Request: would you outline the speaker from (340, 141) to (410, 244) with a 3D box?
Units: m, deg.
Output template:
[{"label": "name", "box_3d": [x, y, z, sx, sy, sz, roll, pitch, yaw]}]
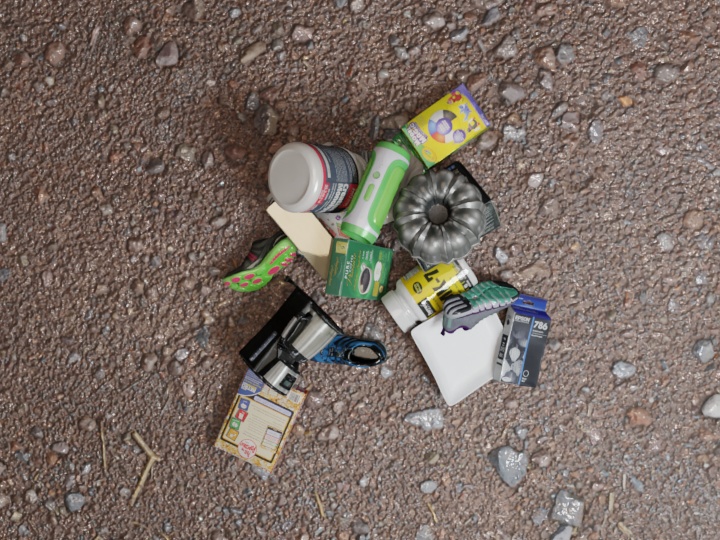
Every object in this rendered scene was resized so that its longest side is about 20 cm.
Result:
[{"label": "speaker", "box_3d": [0.031, -0.159, 1.513, 0.088, 0.088, 0.202, 23, 83, 3]}]

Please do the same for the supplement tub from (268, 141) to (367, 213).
[{"label": "supplement tub", "box_3d": [-0.082, -0.191, 1.538, 0.139, 0.199, 0.142, 3, 95, 37]}]

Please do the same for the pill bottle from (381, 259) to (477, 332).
[{"label": "pill bottle", "box_3d": [0.152, 0.042, 1.640, 0.199, 0.114, 0.115, -37, 88, 3]}]

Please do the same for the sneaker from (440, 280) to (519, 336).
[{"label": "sneaker", "box_3d": [0.256, 0.083, 1.613, 0.198, 0.075, 0.088, -12, 134, -26]}]

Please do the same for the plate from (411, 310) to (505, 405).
[{"label": "plate", "box_3d": [0.231, 0.167, 1.649, 0.199, 0.032, 0.201, -31, 101, -11]}]

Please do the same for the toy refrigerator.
[{"label": "toy refrigerator", "box_3d": [-0.115, -0.083, 1.623, 0.076, 0.070, 0.200, -40, 100, 3]}]

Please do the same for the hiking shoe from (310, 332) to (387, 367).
[{"label": "hiking shoe", "box_3d": [-0.037, 0.178, 1.664, 0.197, 0.087, 0.075, 1, 90, 3]}]

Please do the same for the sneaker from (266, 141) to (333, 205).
[{"label": "sneaker", "box_3d": [-0.118, -0.199, 1.673, 0.200, 0.078, 0.080, -43, 83, 14]}]

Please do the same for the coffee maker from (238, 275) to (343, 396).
[{"label": "coffee maker", "box_3d": [-0.163, 0.150, 1.639, 0.200, 0.192, 0.135, -46, 122, -2]}]

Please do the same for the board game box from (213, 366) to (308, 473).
[{"label": "board game box", "box_3d": [-0.229, 0.340, 1.696, 0.150, 0.046, 0.202, 25, 92, 2]}]

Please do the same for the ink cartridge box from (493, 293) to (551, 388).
[{"label": "ink cartridge box", "box_3d": [0.366, 0.156, 1.652, 0.098, 0.039, 0.203, 11, 91, -17]}]

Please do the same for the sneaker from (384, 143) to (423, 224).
[{"label": "sneaker", "box_3d": [0.064, -0.191, 1.598, 0.077, 0.100, 0.202, -8, 48, 37]}]

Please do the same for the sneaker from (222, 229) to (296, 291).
[{"label": "sneaker", "box_3d": [-0.230, -0.021, 1.690, 0.199, 0.077, 0.084, -32, 45, 13]}]

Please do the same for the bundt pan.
[{"label": "bundt pan", "box_3d": [0.158, -0.117, 1.495, 0.199, 0.076, 0.205, -2, 80, 9]}]

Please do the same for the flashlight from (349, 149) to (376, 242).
[{"label": "flashlight", "box_3d": [0.014, -0.163, 1.631, 0.067, 0.068, 0.203, -1, 91, -22]}]

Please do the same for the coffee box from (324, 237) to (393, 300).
[{"label": "coffee box", "box_3d": [0.000, 0.000, 1.608, 0.044, 0.199, 0.125, 10, 92, 31]}]

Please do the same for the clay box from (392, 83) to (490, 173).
[{"label": "clay box", "box_3d": [0.181, -0.315, 1.669, 0.199, 0.048, 0.115, -35, 88, 2]}]

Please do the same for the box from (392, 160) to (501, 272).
[{"label": "box", "box_3d": [0.178, -0.120, 1.609, 0.199, 0.086, 0.164, -31, 46, 3]}]

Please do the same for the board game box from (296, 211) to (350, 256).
[{"label": "board game box", "box_3d": [-0.042, -0.096, 1.686, 0.152, 0.040, 0.201, 30, 92, 3]}]
